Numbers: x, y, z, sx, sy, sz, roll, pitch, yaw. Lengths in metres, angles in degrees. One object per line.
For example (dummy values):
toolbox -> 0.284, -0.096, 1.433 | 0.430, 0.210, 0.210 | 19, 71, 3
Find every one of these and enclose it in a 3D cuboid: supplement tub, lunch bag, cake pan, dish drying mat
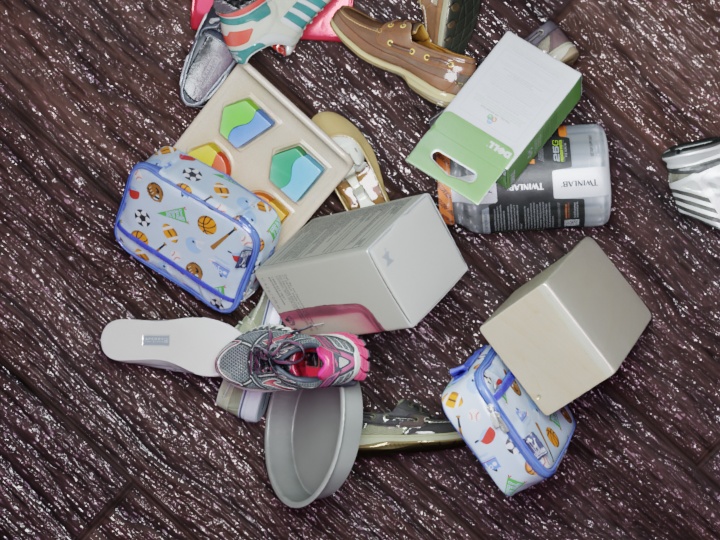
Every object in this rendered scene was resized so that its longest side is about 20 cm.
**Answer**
supplement tub -> 0.192, -0.107, 1.718 | 0.200, 0.123, 0.123 | -4, 94, 5
lunch bag -> 0.172, 0.162, 1.693 | 0.076, 0.200, 0.160 | -33, 92, 22
lunch bag -> -0.197, -0.043, 1.751 | 0.200, 0.076, 0.160 | 34, 129, 9
cake pan -> -0.055, 0.185, 1.738 | 0.037, 0.200, 0.200 | 11, 96, -28
dish drying mat -> -0.107, -0.325, 1.781 | 0.200, 0.018, 0.077 | 5, 97, 3

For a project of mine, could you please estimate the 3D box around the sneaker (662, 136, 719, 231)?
sneaker -> 0.469, -0.109, 1.728 | 0.200, 0.076, 0.115 | -11, 102, 14

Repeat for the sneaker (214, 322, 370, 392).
sneaker -> -0.089, 0.099, 1.661 | 0.200, 0.075, 0.081 | -7, 87, 35

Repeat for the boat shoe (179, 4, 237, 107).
boat shoe -> -0.163, -0.287, 1.748 | 0.072, 0.068, 0.200 | 31, 103, -2

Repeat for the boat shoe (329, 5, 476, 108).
boat shoe -> 0.054, -0.265, 1.713 | 0.200, 0.072, 0.068 | 35, 117, 21

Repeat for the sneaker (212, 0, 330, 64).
sneaker -> -0.084, -0.311, 1.727 | 0.200, 0.070, 0.093 | -31, 130, -29

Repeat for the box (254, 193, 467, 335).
box -> 0.000, 0.000, 1.684 | 0.200, 0.128, 0.109 | -10, 116, 46

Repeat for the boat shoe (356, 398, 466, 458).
boat shoe -> 0.053, 0.189, 1.777 | 0.201, 0.072, 0.066 | -6, 74, 3

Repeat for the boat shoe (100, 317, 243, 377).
boat shoe -> -0.218, 0.097, 1.782 | 0.200, 0.069, 0.072 | -2, 82, 18

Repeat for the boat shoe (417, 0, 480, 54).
boat shoe -> 0.098, -0.348, 1.740 | 0.074, 0.076, 0.200 | 15, 106, 31

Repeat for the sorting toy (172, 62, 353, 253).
sorting toy -> -0.132, -0.123, 1.754 | 0.185, 0.036, 0.200 | 42, 117, 2

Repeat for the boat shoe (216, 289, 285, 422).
boat shoe -> -0.129, 0.089, 1.787 | 0.062, 0.072, 0.200 | 17, 97, 7

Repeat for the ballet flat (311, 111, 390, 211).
ballet flat -> -0.002, -0.107, 1.765 | 0.069, 0.063, 0.200 | -30, 91, 4

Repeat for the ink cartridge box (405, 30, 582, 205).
ink cartridge box -> 0.153, -0.163, 1.646 | 0.104, 0.059, 0.200 | 34, 77, 17

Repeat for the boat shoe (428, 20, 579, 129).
boat shoe -> 0.164, -0.227, 1.742 | 0.200, 0.072, 0.065 | -32, 76, 10

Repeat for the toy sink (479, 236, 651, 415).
toy sink -> 0.242, 0.063, 1.711 | 0.112, 0.200, 0.130 | -38, 91, 29
